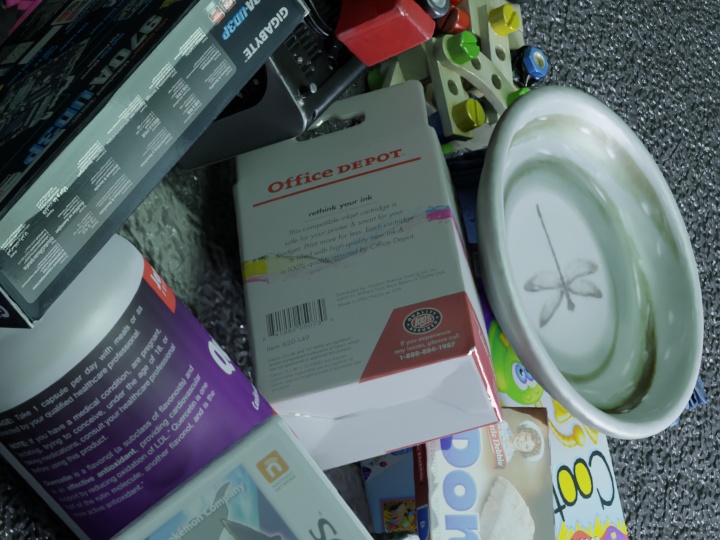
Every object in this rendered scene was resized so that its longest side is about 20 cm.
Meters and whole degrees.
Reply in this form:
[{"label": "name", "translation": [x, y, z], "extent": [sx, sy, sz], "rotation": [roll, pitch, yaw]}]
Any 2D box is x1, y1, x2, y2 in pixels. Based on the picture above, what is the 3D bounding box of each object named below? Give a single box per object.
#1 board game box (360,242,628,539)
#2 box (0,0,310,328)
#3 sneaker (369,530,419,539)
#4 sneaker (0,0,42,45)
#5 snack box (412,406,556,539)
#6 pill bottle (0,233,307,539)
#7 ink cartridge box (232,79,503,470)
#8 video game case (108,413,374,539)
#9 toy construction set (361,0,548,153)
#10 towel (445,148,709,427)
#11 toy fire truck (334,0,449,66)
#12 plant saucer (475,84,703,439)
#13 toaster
[{"label": "board game box", "translation": [0.069, 0.094, 1.379], "extent": [0.103, 0.105, 0.200], "rotation": [1, 75, -51]}, {"label": "box", "translation": [-0.136, -0.061, 1.088], "extent": [0.200, 0.159, 0.046], "rotation": [-52, 119, -25]}, {"label": "sneaker", "translation": [-0.002, 0.171, 1.232], "extent": [0.200, 0.074, 0.080], "rotation": [44, 44, -79]}, {"label": "sneaker", "translation": [-0.176, -0.146, 1.191], "extent": [0.074, 0.087, 0.200], "rotation": [-42, 109, -50]}, {"label": "snack box", "translation": [0.067, 0.170, 1.271], "extent": [0.072, 0.024, 0.200], "rotation": [2, 76, -19]}, {"label": "pill bottle", "translation": [-0.119, 0.060, 1.154], "extent": [0.200, 0.112, 0.113], "rotation": [51, 42, -24]}, {"label": "ink cartridge box", "translation": [0.000, 0.000, 1.290], "extent": [0.068, 0.116, 0.200], "rotation": [67, 12, -47]}, {"label": "video game case", "translation": [-0.062, 0.197, 1.109], "extent": [0.200, 0.023, 0.182], "rotation": [-38, 95, -5]}, {"label": "toy construction set", "translation": [0.060, -0.159, 1.495], "extent": [0.131, 0.092, 0.200], "rotation": [21, 70, -45]}, {"label": "towel", "translation": [0.121, 0.010, 1.474], "extent": [0.049, 0.112, 0.200], "rotation": [-47, 113, -29]}, {"label": "toy fire truck", "translation": [-0.012, -0.183, 1.246], "extent": [0.141, 0.049, 0.200], "rotation": [42, 46, -32]}, {"label": "plant saucer", "translation": [0.116, -0.001, 1.350], "extent": [0.200, 0.050, 0.200], "rotation": [26, 56, -45]}, {"label": "toaster", "translation": [-0.066, -0.177, 1.314], "extent": [0.181, 0.119, 0.200], "rotation": [60, 39, -16]}]
